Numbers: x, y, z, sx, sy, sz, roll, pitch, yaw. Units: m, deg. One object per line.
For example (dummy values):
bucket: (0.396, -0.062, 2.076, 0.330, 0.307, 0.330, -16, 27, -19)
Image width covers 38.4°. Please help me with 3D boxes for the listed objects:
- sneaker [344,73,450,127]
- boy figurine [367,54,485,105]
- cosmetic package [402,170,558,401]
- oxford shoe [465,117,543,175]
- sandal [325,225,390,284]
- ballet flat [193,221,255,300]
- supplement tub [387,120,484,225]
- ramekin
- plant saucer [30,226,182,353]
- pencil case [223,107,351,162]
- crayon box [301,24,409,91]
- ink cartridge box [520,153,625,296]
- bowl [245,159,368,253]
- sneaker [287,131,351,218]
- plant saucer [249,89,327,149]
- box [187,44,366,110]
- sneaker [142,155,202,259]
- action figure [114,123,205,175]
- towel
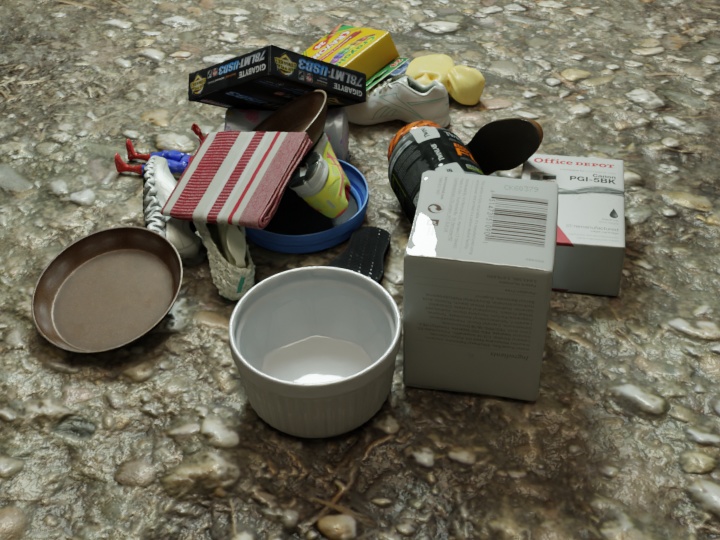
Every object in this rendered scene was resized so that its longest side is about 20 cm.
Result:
sneaker: (0.048, -0.279, 1.666, 0.196, 0.081, 0.071, 5, 41, 10)
boy figurine: (0.114, -0.324, 1.729, 0.196, 0.065, 0.125, 11, 41, 14)
cosmetic package: (0.139, 0.017, 1.206, 0.162, 0.203, 0.166, 6, 40, 9)
oxford shoe: (0.201, -0.178, 1.472, 0.071, 0.072, 0.199, -25, 3, -29)
sandal: (0.000, 0.000, 1.366, 0.074, 0.046, 0.200, 13, 27, 9)
ballet flat: (-0.178, -0.054, 1.376, 0.071, 0.072, 0.202, -14, 57, -15)
supplement tub: (0.110, -0.115, 1.429, 0.120, 0.124, 0.201, -12, 41, -12)
ramekin: (-0.050, 0.099, 1.192, 0.196, 0.106, 0.202, -2, 39, 1)
plant saucer: (-0.318, 0.030, 1.318, 0.196, 0.035, 0.203, -6, 50, 7)
pencil case: (-0.112, -0.208, 1.583, 0.196, 0.085, 0.091, 0, 20, 2)
crayon box: (-0.022, -0.342, 1.697, 0.126, 0.051, 0.199, -40, 32, -15)
ink cartridge box: (0.281, -0.067, 1.395, 0.144, 0.084, 0.202, 5, 40, 9)
bowl: (-0.085, -0.096, 1.480, 0.196, 0.040, 0.202, -2, 39, 1)
sneaker: (-0.054, -0.124, 1.435, 0.078, 0.090, 0.201, -40, 18, 15)
plant saucer: (-0.117, -0.175, 1.455, 0.199, 0.037, 0.201, -34, 24, 17)
box: (-0.125, -0.277, 1.557, 0.196, 0.051, 0.198, -6, -9, 44)
sneaker: (-0.267, -0.084, 1.457, 0.079, 0.076, 0.202, -3, 47, -14)
action figure: (-0.272, -0.182, 1.551, 0.196, 0.100, 0.066, 11, 42, 11)
towel: (-0.164, -0.121, 1.357, 0.198, 0.023, 0.146, 8, 61, 41)
